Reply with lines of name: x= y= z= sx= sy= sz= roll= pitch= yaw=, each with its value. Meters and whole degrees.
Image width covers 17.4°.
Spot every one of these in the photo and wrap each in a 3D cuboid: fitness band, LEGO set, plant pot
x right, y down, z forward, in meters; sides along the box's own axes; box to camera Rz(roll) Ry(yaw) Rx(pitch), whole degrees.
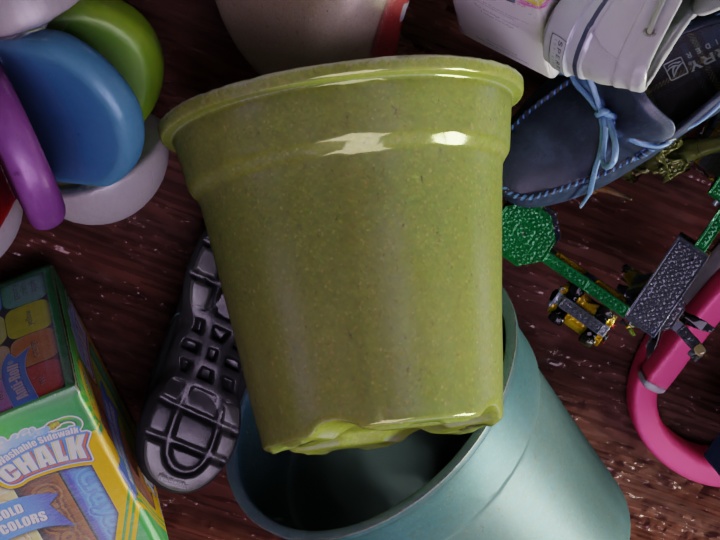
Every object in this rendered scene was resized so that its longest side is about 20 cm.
fitness band: x=0.259 y=0.053 z=1.500 sx=0.143 sy=0.037 sz=0.200 roll=28 pitch=112 yaw=-25
LEGO set: x=0.174 y=-0.054 z=1.397 sx=0.153 sy=0.116 sz=0.201 roll=27 pitch=99 yaw=7
plant pot: x=0.054 y=0.126 z=1.419 sx=0.200 sy=0.200 sz=0.196 roll=-35 pitch=128 yaw=9
plant pot: x=0.000 y=0.000 z=1.260 sx=0.200 sy=0.200 sz=0.185 roll=-6 pitch=81 yaw=-8

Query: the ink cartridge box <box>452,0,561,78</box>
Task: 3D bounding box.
ink cartridge box: x=0.097 y=-0.203 z=1.221 sx=0.117 sy=0.067 sz=0.200 roll=-53 pitch=158 yaw=-16

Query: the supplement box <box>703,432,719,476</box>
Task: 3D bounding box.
supplement box: x=0.362 y=0.099 z=1.457 sx=0.200 sy=0.134 sz=0.200 roll=17 pitch=116 yaw=-43

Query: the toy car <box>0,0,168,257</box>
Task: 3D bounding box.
toy car: x=-0.198 y=-0.076 z=1.264 sx=0.199 sy=0.150 sz=0.175 roll=-20 pitch=121 yaw=0

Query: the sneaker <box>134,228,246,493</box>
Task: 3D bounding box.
sneaker: x=-0.086 y=0.031 z=1.397 sx=0.075 sy=0.079 sz=0.201 roll=26 pitch=90 yaw=-16

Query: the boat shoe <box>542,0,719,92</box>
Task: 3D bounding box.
boat shoe: x=0.176 y=-0.163 z=1.265 sx=0.200 sy=0.067 sz=0.074 roll=-51 pitch=158 yaw=-25

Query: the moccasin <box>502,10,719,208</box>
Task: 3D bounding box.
moccasin: x=0.154 y=-0.104 z=1.300 sx=0.200 sy=0.068 sz=0.081 roll=-35 pitch=88 yaw=11

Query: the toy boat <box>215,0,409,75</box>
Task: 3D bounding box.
toy boat: x=0.006 y=-0.190 z=1.274 sx=0.130 sy=0.130 sz=0.201 roll=-7 pitch=126 yaw=-42

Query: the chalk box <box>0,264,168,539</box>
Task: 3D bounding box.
chalk box: x=-0.206 y=0.088 z=1.361 sx=0.123 sy=0.125 sz=0.200 roll=-21 pitch=130 yaw=1
